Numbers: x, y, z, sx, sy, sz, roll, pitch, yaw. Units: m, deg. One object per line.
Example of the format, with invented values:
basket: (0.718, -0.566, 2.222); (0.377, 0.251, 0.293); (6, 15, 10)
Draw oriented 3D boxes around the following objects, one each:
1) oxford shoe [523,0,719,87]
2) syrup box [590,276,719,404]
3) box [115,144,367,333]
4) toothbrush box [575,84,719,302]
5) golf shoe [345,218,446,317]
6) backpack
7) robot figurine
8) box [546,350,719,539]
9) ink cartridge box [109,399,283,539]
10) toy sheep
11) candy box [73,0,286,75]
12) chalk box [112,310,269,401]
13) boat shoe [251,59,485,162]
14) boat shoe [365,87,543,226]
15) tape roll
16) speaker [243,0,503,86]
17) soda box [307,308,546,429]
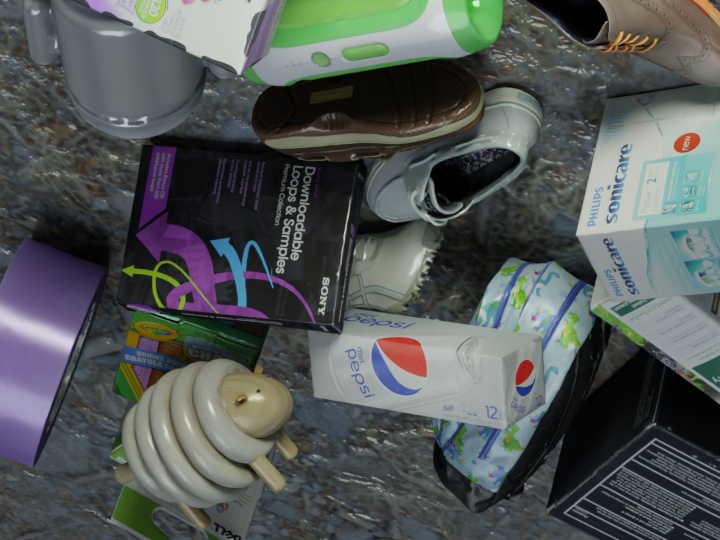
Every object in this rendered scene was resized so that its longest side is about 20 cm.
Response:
oxford shoe: (0.190, -0.176, 1.356); (0.199, 0.073, 0.071); (27, 142, -13)
syrup box: (0.296, 0.041, 1.585); (0.200, 0.082, 0.079); (35, 141, -21)
box: (-0.102, -0.029, 1.608); (0.199, 0.144, 0.036); (5, 169, 14)
toothbrush box: (0.276, -0.064, 1.406); (0.199, 0.147, 0.085); (-6, 137, 30)
golf shoe: (0.000, 0.000, 1.658); (0.097, 0.079, 0.200); (31, 140, -13)
backpack: (0.144, 0.086, 1.645); (0.154, 0.163, 0.200); (44, 133, 4)
robot figurine: (-0.178, -0.183, 1.463); (0.168, 0.113, 0.201); (8, 142, 5)
box: (0.308, 0.177, 1.718); (0.199, 0.124, 0.199); (27, 141, -10)
ink cartridge box: (-0.178, 0.209, 1.888); (0.147, 0.201, 0.076); (33, 141, -20)
toy sheep: (-0.141, 0.149, 1.653); (0.199, 0.138, 0.138); (-31, 124, 25)
candy box: (-0.134, -0.255, 1.303); (0.199, 0.072, 0.169); (24, 112, 6)
chalk box: (-0.141, 0.033, 1.716); (0.123, 0.125, 0.200); (19, 142, -3)
boat shoe: (0.015, -0.123, 1.509); (0.201, 0.075, 0.075); (1, 155, 30)
boat shoe: (0.068, -0.078, 1.532); (0.070, 0.072, 0.200); (35, 140, -22)
tape roll: (-0.311, 0.077, 1.775); (0.084, 0.201, 0.200); (20, 143, -5)
speaker: (0.002, -0.190, 1.404); (0.199, 0.089, 0.089); (-6, 137, 28)
soda box: (0.054, 0.081, 1.580); (0.199, 0.068, 0.064); (7, 110, 36)
